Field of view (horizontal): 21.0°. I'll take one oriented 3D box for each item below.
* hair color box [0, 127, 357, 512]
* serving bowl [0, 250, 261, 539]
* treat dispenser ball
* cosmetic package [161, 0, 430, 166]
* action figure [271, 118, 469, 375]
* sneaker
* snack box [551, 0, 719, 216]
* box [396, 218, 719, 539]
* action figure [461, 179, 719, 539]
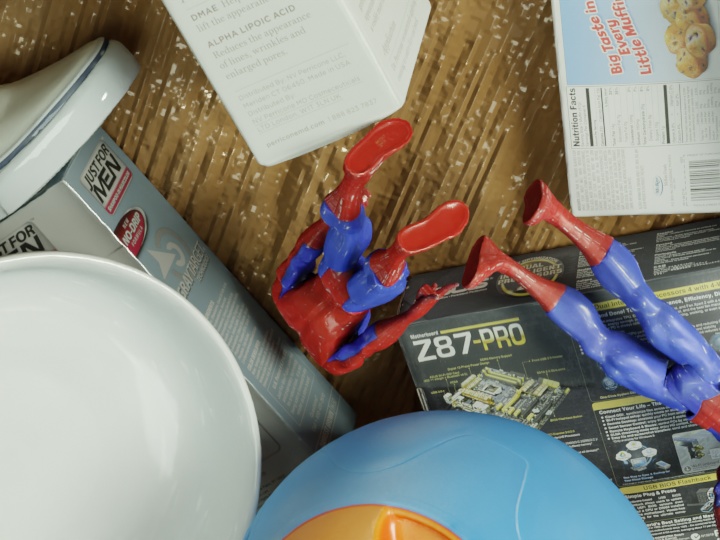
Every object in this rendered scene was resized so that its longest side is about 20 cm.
[{"bbox_3d":[-0.103,0.038,0.932,0.099,0.061,0.200,-31,112,25],"label":"hair color box"},{"bbox_3d":[-0.148,0.088,0.858,0.199,0.066,0.201,-4,98,-26],"label":"serving bowl"},{"bbox_3d":[0.038,0.162,0.844,0.200,0.201,0.202,5,123,8],"label":"treat dispenser ball"},{"bbox_3d":[-0.050,-0.154,0.775,0.074,0.102,0.200,-22,114,21],"label":"cosmetic package"},{"bbox_3d":[0.000,0.000,0.851,0.065,0.052,0.200,51,156,7],"label":"action figure"},{"bbox_3d":[-0.189,-0.056,0.882,0.200,0.073,0.071,-31,113,26],"label":"sneaker"},{"bbox_3d":[0.116,-0.114,0.813,0.072,0.024,0.201,-1,122,13],"label":"snack box"},{"bbox_3d":[0.133,0.063,0.909,0.199,0.049,0.162,-12,121,18],"label":"box"},{"bbox_3d":[0.134,0.057,0.823,0.200,0.099,0.065,35,122,-13],"label":"action figure"}]
